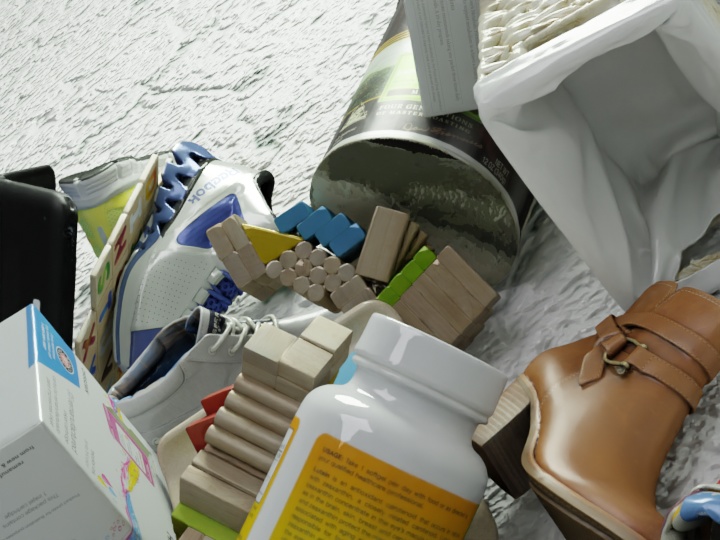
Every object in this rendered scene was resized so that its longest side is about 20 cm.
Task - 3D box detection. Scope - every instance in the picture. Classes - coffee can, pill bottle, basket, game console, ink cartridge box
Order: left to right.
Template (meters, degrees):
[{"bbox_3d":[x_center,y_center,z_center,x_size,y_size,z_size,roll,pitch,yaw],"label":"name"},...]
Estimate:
[{"bbox_3d":[-0.229,0.031,1.364,0.116,0.201,0.175,-5,12,-44],"label":"game console"},{"bbox_3d":[-0.175,0.143,1.138,0.084,0.200,0.145,-30,30,5],"label":"ink cartridge box"},{"bbox_3d":[0.001,0.130,0.985,0.111,0.111,0.201,20,84,57],"label":"pill bottle"},{"bbox_3d":[0.065,-0.101,1.267,0.146,0.147,0.201,-14,38,36],"label":"coffee can"},{"bbox_3d":[0.166,-0.093,1.077,0.135,0.200,0.124,-27,36,19],"label":"basket"}]

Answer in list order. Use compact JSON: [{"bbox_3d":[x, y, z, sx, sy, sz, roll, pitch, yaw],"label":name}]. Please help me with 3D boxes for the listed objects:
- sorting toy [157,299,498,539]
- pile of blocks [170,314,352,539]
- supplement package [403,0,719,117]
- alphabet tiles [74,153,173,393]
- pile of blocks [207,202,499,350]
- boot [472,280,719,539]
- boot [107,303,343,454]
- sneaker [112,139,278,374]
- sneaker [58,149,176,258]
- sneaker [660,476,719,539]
[{"bbox_3d":[-0.030,0.130,1.099,0.185,0.036,0.200,-34,47,9],"label":"sorting toy"},{"bbox_3d":[-0.072,0.114,1.041,0.062,0.082,0.201,25,82,16],"label":"pile of blocks"},{"bbox_3d":[0.126,-0.186,1.153,0.199,0.110,0.114,-8,45,5],"label":"supplement package"},{"bbox_3d":[-0.175,0.016,1.381,0.006,0.167,0.201,13,46,7],"label":"alphabet tiles"},{"bbox_3d":[0.000,0.000,1.210,0.199,0.062,0.083,20,85,18],"label":"pile of blocks"},{"bbox_3d":[0.154,0.079,0.994,0.154,0.074,0.200,-38,32,-8],"label":"boot"},{"bbox_3d":[-0.075,0.057,1.249,0.200,0.096,0.074,-40,29,-3],"label":"boot"},{"bbox_3d":[-0.106,-0.002,1.368,0.114,0.081,0.200,8,68,16],"label":"sneaker"},{"bbox_3d":[-0.183,-0.046,1.515,0.078,0.091,0.200,-18,2,20],"label":"sneaker"},{"bbox_3d":[0.194,0.119,0.870,0.075,0.090,0.201,-8,41,42],"label":"sneaker"}]
